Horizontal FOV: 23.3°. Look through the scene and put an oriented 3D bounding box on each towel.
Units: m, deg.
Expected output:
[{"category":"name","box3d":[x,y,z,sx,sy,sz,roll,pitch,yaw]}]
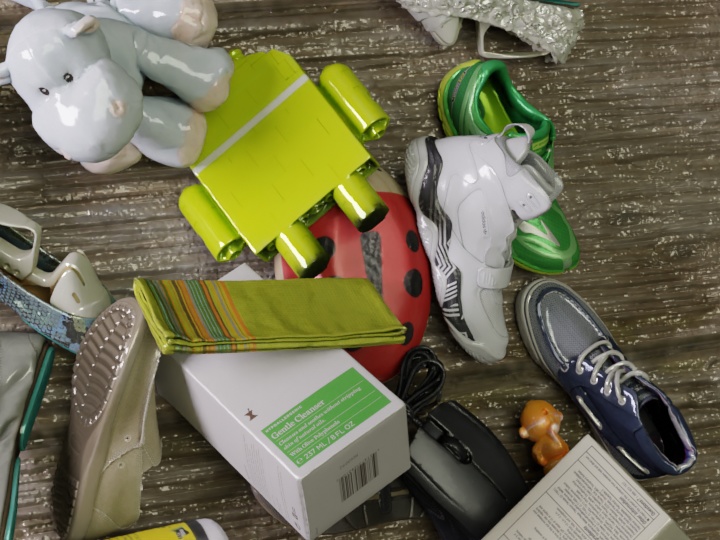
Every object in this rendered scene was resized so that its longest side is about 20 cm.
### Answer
[{"category":"towel","box3d":[-0.068,0.029,1.318,0.199,0.086,0.018,-1,125,-27]}]

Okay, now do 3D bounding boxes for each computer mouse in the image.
[{"category":"computer mouse","box3d":[0.083,0.171,1.416,0.200,0.053,0.139,51,54,-24]}]

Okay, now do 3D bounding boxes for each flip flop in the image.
[{"category":"flip flop","box3d":[-0.006,0.169,1.420,0.199,0.057,0.082,1,89,-34]}]

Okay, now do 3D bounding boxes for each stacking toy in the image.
[{"category":"stacking toy","box3d":[0.184,0.200,1.460,0.116,0.110,0.201,-22,77,-24]}]

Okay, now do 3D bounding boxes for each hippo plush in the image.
[{"category":"hippo plush","box3d":[-0.191,-0.164,1.328,0.159,0.161,0.201,-26,93,10]}]

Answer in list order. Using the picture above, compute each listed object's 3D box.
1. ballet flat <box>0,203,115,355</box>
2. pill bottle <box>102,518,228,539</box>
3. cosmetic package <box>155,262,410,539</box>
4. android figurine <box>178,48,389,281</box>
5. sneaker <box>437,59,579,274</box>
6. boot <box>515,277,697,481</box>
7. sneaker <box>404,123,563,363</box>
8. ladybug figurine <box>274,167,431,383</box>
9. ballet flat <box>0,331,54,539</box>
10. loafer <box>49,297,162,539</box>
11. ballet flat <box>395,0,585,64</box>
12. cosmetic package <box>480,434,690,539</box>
[{"category":"ballet flat","box3d":[-0.251,0.000,1.349,0.199,0.074,0.075,32,73,-12]},{"category":"pill bottle","box3d":[-0.193,0.260,1.309,0.199,0.112,0.113,-10,85,-19]},{"category":"cosmetic package","box3d":[-0.065,0.098,1.337,0.107,0.085,0.200,-35,54,-24]},{"category":"android figurine","box3d":[-0.069,-0.093,1.407,0.182,0.041,0.200,-41,69,4]},{"category":"sneaker","box3d":[0.131,-0.087,1.485,0.074,0.083,0.201,-28,91,-30]},{"category":"boot","box3d":[0.213,0.088,1.483,0.073,0.090,0.200,-37,94,-20]},{"category":"sneaker","box3d":[0.115,-0.024,1.440,0.114,0.075,0.201,-14,102,20]},{"category":"ladybug figurine","box3d":[0.000,0.000,1.437,0.135,0.072,0.201,-8,84,-20]},{"category":"ballet flat","box3d":[-0.278,0.136,1.312,0.063,0.068,0.201,11,58,-6]},{"category":"loafer","box3d":[-0.185,0.115,1.340,0.068,0.076,0.201,7,110,-34]},{"category":"ballet flat","box3d":[0.102,-0.219,1.512,0.199,0.072,0.072,11,78,-16]},{"category":"cosmetic package","box3d":[0.149,0.239,1.368,0.200,0.071,0.105,-44,58,2]}]
